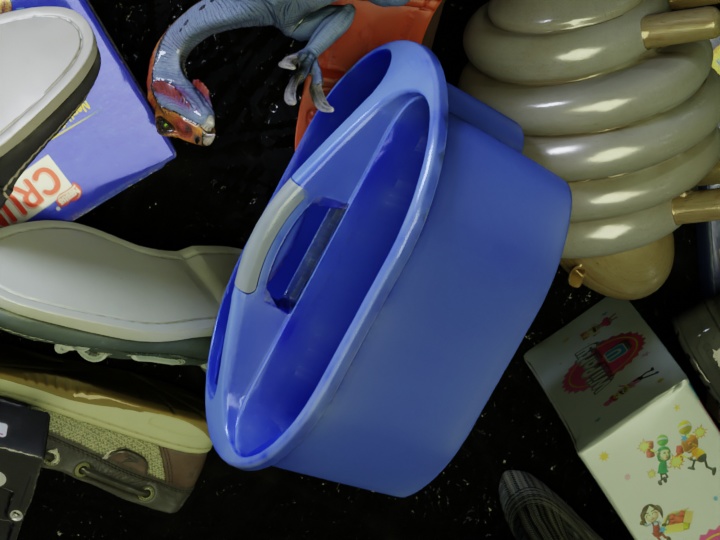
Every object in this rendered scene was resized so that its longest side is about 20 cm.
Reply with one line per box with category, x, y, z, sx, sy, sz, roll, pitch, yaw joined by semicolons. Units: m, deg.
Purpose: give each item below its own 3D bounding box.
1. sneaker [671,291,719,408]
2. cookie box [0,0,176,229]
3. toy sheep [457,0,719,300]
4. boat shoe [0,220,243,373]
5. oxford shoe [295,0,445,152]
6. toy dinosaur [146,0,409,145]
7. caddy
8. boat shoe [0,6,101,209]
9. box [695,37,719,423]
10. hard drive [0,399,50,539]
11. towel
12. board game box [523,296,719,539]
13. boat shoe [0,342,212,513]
sneaker;0.226;0.051;1.287;0.104;0.060;0.200;-33;104;7
cookie box;-0.207;-0.099;1.212;0.171;0.075;0.200;-30;107;1
toy sheep;0.109;-0.079;1.233;0.138;0.138;0.200;-13;109;-4
boat shoe;-0.109;0.024;1.224;0.200;0.073;0.062;4;131;-50
oxford shoe;0.008;-0.132;1.236;0.071;0.073;0.200;15;103;-3
toy dinosaur;-0.013;-0.121;1.165;0.200;0.181;0.105;-21;87;-42
caddy;0.000;0.000;1.147;0.105;0.141;0.200;21;107;-24
boat shoe;-0.190;-0.039;1.171;0.200;0.073;0.063;-39;144;2
box;0.226;-0.030;1.312;0.121;0.032;0.200;-8;108;-6
hard drive;-0.236;0.129;1.251;0.140;0.038;0.200;14;127;-10
towel;0.149;0.194;1.280;0.035;0.193;0.200;-40;105;6
board game box;0.166;0.123;1.286;0.064;0.148;0.200;-34;107;4
boat shoe;-0.167;0.072;1.267;0.201;0.072;0.066;14;98;-16
